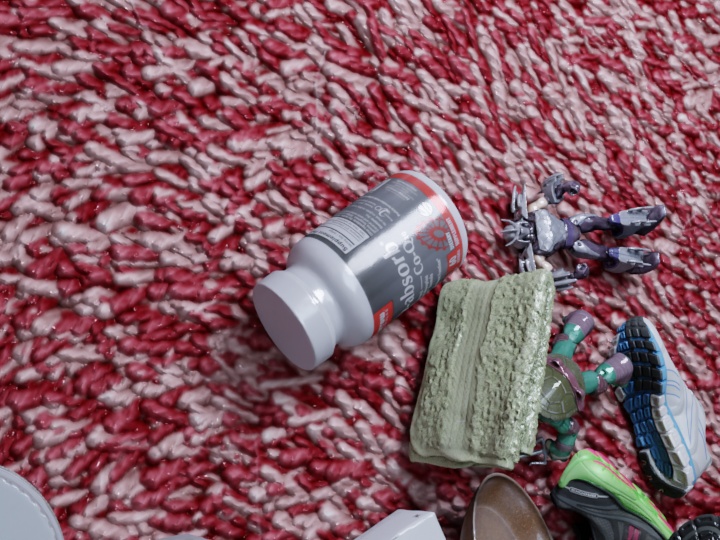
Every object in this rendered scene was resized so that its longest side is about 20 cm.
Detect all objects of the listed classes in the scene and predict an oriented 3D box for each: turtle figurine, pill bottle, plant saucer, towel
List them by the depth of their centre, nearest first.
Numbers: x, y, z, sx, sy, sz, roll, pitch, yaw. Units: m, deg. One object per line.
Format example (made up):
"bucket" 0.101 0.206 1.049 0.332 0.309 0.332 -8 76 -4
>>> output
"pill bottle" 0.000 0.000 0.925 0.199 0.116 0.117 -37 95 -25
"plant saucer" 0.147 0.300 0.928 0.200 0.036 0.203 44 32 -37
"towel" 0.117 0.095 0.936 0.036 0.147 0.203 33 62 -36
"turtle figurine" 0.194 0.128 1.000 0.199 0.100 0.151 -31 92 -32

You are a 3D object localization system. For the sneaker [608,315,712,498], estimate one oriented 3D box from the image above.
"sneaker" 0.344 0.145 1.082 0.086 0.075 0.204 -19 94 -34

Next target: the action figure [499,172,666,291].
"action figure" 0.242 -0.041 1.070 0.196 0.069 0.133 2 83 -21

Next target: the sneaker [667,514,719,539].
"sneaker" 0.306 0.327 0.978 0.091 0.198 0.077 42 25 -42

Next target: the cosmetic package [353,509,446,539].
"cosmetic package" 0.052 0.340 0.897 0.112 0.081 0.203 -23 88 -26

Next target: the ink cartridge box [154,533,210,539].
"ink cartridge box" -0.155 0.325 0.771 0.083 0.144 0.204 -4 80 -24

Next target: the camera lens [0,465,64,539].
"camera lens" -0.300 0.219 0.697 0.157 0.200 0.163 5 76 -23

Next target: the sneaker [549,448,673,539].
"sneaker" 0.275 0.272 1.026 0.084 0.077 0.200 -43 107 10
